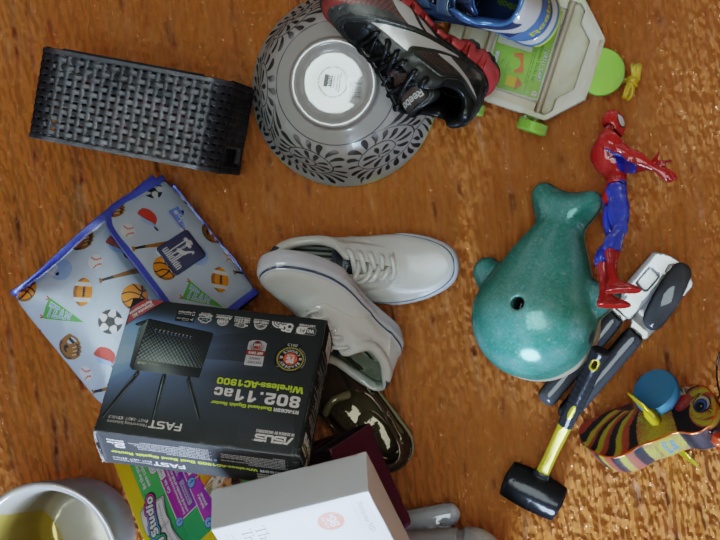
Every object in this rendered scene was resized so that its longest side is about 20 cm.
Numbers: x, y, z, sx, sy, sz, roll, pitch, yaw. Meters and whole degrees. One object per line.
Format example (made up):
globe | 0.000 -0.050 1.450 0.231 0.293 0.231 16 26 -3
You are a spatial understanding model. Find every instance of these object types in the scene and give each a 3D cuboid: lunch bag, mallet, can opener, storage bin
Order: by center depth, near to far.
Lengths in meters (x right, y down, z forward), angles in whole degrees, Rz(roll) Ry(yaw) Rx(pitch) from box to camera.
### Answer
mallet | 0.193 0.157 1.522 0.065 0.041 0.202 19 116 11
can opener | 0.258 0.067 1.526 0.053 0.067 0.200 40 96 4
storage bin | -0.219 -0.160 1.536 0.198 0.135 0.095 12 94 8
lunch bag | -0.228 0.024 1.559 0.200 0.124 0.170 -39 88 -7

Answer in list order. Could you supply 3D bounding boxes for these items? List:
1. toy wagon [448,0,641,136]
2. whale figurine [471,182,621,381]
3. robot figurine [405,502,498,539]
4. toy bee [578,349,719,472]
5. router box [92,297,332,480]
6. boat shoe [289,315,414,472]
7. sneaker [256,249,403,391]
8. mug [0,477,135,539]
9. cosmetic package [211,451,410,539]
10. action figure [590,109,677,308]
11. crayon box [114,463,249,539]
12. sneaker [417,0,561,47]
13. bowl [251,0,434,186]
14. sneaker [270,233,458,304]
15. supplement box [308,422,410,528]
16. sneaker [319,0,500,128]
toy wagon | 0.186 -0.217 1.537 0.198 0.040 0.157 19 95 5
whale figurine | 0.180 0.007 1.509 0.158 0.104 0.202 13 83 27
robot figurine | 0.071 0.319 1.536 0.198 0.113 0.171 -5 66 8
toy bee | 0.313 0.145 1.492 0.130 0.109 0.200 21 122 -31
router box | -0.135 0.112 1.419 0.198 0.062 0.151 6 55 7
boat shoe | -0.021 0.124 1.558 0.202 0.075 0.075 42 96 3
sneaker | -0.026 0.051 1.492 0.073 0.071 0.200 -25 134 35
mug | -0.318 0.277 1.561 0.185 0.153 0.151 7 94 7
cosmetic package | -0.033 0.262 1.400 0.149 0.052 0.201 -17 131 9
action figure | 0.274 -0.065 1.487 0.098 0.065 0.202 1 69 -7
crayon box | -0.153 0.194 1.494 0.173 0.058 0.201 -44 52 21
sneaker | 0.097 -0.276 1.493 0.198 0.082 0.075 15 94 23
bowl | -0.022 -0.186 1.536 0.198 0.094 0.203 0 93 7
sneaker | 0.000 0.000 1.544 0.198 0.071 0.074 -2 92 7
supplement box | -0.065 0.240 1.526 0.199 0.085 0.111 -22 90 33
sneaker | 0.043 -0.205 1.459 0.199 0.071 0.099 31 54 -17
